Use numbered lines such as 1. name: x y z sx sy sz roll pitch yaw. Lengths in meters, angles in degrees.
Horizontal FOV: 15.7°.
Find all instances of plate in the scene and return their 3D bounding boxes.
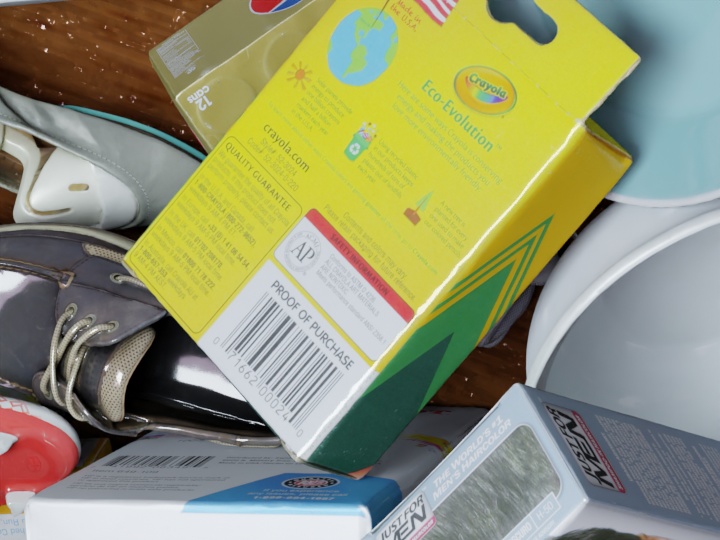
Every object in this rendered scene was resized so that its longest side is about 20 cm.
1. plate: 0.112 -0.124 0.989 0.200 0.026 0.201 13 108 44

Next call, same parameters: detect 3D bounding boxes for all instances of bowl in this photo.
1. bowl: 0.151 0.020 1.072 0.201 0.201 0.090 -38 41 18

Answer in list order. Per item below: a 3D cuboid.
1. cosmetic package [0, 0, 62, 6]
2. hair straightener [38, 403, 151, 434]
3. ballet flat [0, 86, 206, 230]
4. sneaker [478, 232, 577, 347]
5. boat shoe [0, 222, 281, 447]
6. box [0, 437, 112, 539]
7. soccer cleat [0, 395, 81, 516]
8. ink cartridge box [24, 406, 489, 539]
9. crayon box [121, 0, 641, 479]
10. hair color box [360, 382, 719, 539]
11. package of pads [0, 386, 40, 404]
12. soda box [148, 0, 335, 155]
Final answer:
1. cosmetic package: -0.132 -0.175 1.163 0.200 0.081 0.113 -1 96 18
2. hair straightener: -0.172 0.026 1.230 0.200 0.041 0.077 41 125 3
3. ballet flat: -0.158 -0.050 1.164 0.200 0.064 0.067 24 148 -10
4. sneaker: 0.000 0.000 1.145 0.200 0.075 0.115 -32 84 15
5. boat shoe: -0.100 0.028 1.093 0.199 0.073 0.075 8 107 3
6. box: -0.153 0.173 1.170 0.119 0.041 0.200 -3 115 14
7. soccer cleat: -0.212 0.060 1.109 0.199 0.085 0.069 -3 133 14
8. ink cartridge box: -0.033 0.145 1.109 0.146 0.200 0.146 0 98 17
9. crayon box: 0.015 -0.034 1.015 0.200 0.051 0.127 -49 59 10
10. hair color box: 0.104 0.113 1.011 0.099 0.200 0.061 -47 50 23
11. package of pads: -0.226 0.078 1.205 0.154 0.068 0.200 -4 112 18
12. soda box: 0.014 -0.113 1.092 0.200 0.064 0.068 -35 117 1
